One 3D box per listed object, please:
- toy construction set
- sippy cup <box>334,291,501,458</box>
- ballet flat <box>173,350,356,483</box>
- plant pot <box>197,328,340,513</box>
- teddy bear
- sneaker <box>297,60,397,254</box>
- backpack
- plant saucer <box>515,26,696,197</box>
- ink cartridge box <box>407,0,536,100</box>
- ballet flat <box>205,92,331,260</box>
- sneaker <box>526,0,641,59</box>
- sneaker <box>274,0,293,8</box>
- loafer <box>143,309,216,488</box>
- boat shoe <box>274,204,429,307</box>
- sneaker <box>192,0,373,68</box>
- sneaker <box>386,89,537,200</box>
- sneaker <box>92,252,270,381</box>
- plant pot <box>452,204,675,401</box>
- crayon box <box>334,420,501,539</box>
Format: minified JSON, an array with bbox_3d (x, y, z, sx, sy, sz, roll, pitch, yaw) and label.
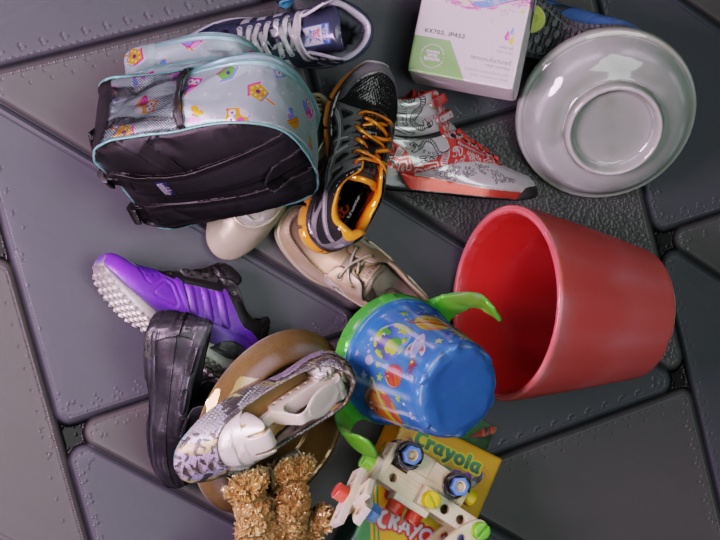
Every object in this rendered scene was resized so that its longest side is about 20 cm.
[{"bbox_3d":[0.050,0.249,1.705,0.200,0.092,0.132,38,75,-28],"label":"toy construction set"},{"bbox_3d":[0.062,0.102,1.670,0.139,0.130,0.179,11,96,-34],"label":"sippy cup"},{"bbox_3d":[-0.085,0.140,1.595,0.200,0.072,0.072,-32,101,-21],"label":"ballet flat"},{"bbox_3d":[-0.081,0.156,1.683,0.199,0.027,0.201,-23,125,-37],"label":"plant pot"},{"bbox_3d":[-0.088,0.267,1.667,0.144,0.067,0.201,-2,117,-43],"label":"teddy bear"},{"bbox_3d":[0.001,-0.111,1.683,0.078,0.077,0.201,15,86,-26],"label":"sneaker"},{"bbox_3d":[-0.135,-0.134,1.607,0.198,0.176,0.154,-2,60,18],"label":"backpack"},{"bbox_3d":[0.267,-0.159,1.803,0.198,0.050,0.201,-3,120,-5],"label":"plant saucer"},{"bbox_3d":[0.126,-0.290,1.767,0.116,0.067,0.202,11,86,9],"label":"ink cartridge box"},{"bbox_3d":[-0.088,-0.099,1.710,0.069,0.069,0.201,39,77,-17],"label":"ballet flat"},{"bbox_3d":[0.216,-0.258,1.836,0.199,0.078,0.066,16,100,-2],"label":"sneaker"},{"bbox_3d":[-0.010,-0.323,1.729,0.199,0.073,0.082,-16,77,-11],"label":"sneaker"},{"bbox_3d":[-0.171,0.130,1.643,0.070,0.068,0.202,6,121,7],"label":"loafer"},{"bbox_3d":[0.000,0.000,1.745,0.200,0.065,0.072,39,77,-17],"label":"boat shoe"},{"bbox_3d":[-0.083,-0.228,1.689,0.199,0.108,0.071,-11,94,-20],"label":"sneaker"},{"bbox_3d":[0.100,-0.133,1.782,0.200,0.067,0.109,5,91,-18],"label":"sneaker"},{"bbox_3d":[-0.173,0.026,1.684,0.200,0.069,0.100,38,71,-21],"label":"sneaker"},{"bbox_3d":[0.220,0.040,1.776,0.176,0.200,0.202,5,89,-31],"label":"plant pot"},{"bbox_3d":[0.064,0.234,1.780,0.126,0.051,0.201,26,81,-19],"label":"crayon box"}]
